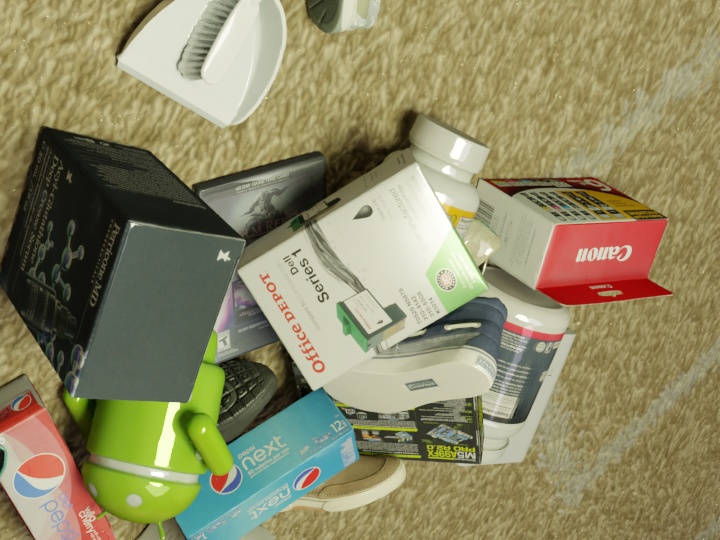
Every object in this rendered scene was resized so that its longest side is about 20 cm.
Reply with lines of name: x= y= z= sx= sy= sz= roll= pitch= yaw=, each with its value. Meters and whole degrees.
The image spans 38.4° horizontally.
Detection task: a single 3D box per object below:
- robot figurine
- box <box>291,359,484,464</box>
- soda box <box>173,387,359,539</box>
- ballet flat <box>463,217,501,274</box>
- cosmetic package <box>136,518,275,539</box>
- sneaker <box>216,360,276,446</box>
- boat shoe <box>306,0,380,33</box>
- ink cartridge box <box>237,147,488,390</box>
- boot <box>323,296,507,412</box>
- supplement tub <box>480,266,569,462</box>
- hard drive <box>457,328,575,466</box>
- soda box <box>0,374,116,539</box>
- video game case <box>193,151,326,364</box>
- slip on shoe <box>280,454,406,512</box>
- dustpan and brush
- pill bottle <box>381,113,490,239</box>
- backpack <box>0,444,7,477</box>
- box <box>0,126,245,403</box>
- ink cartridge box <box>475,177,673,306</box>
robot figurine: x=-0.195 y=0.146 z=0.981 sx=0.116 sy=0.174 sz=0.203 roll=29 pitch=72 yaw=-64
box: x=0.034 y=0.143 z=1.135 sx=0.197 sy=0.045 sz=0.161 roll=1 pitch=133 yaw=12
soda box: x=-0.102 y=0.209 z=1.068 sx=0.199 sy=0.068 sz=0.065 roll=-31 pitch=144 yaw=-17
ballet flat: x=0.090 y=0.030 z=1.161 sx=0.062 sy=0.068 sz=0.201 roll=25 pitch=118 yaw=-15
cosmetic package: x=-0.155 y=0.381 z=1.119 sx=0.168 sy=0.200 sz=0.166 roll=-52 pitch=134 yaw=1
sneaker: x=-0.165 y=0.173 z=1.086 sx=0.199 sy=0.076 sz=0.091 roll=-38 pitch=140 yaw=0
boat shoe: x=0.003 y=-0.312 z=0.918 sx=0.064 sy=0.074 sz=0.204 roll=-14 pitch=128 yaw=-38
ink cartridge box: x=0.000 y=0.000 z=0.993 sx=0.199 sy=0.084 sz=0.147 roll=-31 pitch=104 yaw=6
boot: x=0.056 y=0.082 z=1.030 sx=0.073 sy=0.198 sz=0.091 roll=54 pitch=43 yaw=-34
supplement tub: x=0.152 y=0.110 z=1.234 sx=0.139 sy=0.140 sz=0.202 roll=7 pitch=111 yaw=-40
hard drive: x=0.205 y=0.168 z=1.390 sx=0.131 sy=0.025 sz=0.202 roll=5 pitch=112 yaw=-39
soda box: x=-0.305 y=0.201 z=0.991 sx=0.070 sy=0.063 sz=0.202 roll=-30 pitch=130 yaw=-20
video game case: x=-0.097 y=-0.011 z=1.056 sx=0.142 sy=0.019 sz=0.202 roll=-19 pitch=127 yaw=-28
slip on shoe: x=-0.050 y=0.225 z=1.152 sx=0.198 sy=0.076 sz=0.061 roll=-9 pitch=108 yaw=15
dustpan and brush: x=-0.101 y=-0.226 z=0.892 sx=0.139 sy=0.057 sz=0.201 roll=26 pitch=98 yaw=-44
pill bottle: x=0.057 y=-0.054 z=1.082 sx=0.112 sy=0.113 sz=0.202 roll=14 pitch=108 yaw=-41
backpack: x=-0.405 y=0.192 z=0.846 sx=0.174 sy=0.153 sz=0.202 roll=12 pitch=98 yaw=-39
box: x=-0.203 y=-0.007 z=0.850 sx=0.106 sy=0.200 sz=0.150 roll=9 pitch=110 yaw=-40
ink cartridge box: x=0.254 y=-0.038 z=1.200 sx=0.198 sy=0.175 sz=0.085 roll=-5 pitch=119 yaw=-36
